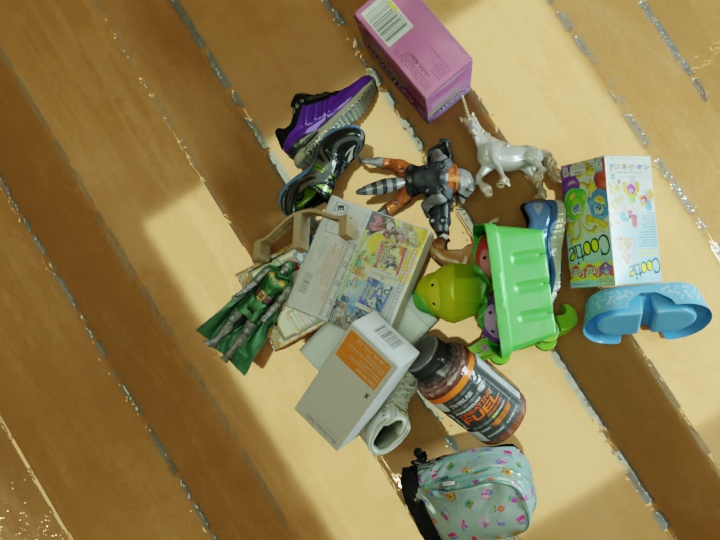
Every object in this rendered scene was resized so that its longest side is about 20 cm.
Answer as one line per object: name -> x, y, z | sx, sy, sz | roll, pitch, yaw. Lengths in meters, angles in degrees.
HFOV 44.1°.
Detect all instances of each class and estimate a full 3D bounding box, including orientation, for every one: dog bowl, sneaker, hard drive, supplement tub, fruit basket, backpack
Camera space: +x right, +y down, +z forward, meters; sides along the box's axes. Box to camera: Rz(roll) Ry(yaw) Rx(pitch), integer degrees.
dog bowl -> 0.455, 0.066, 1.425 | 0.200, 0.112, 0.050 | -6, 56, 6
sneaker -> 0.070, 0.210, 1.449 | 0.074, 0.116, 0.200 | 31, 96, -20
hard drive -> 0.013, 0.107, 1.459 | 0.132, 0.027, 0.200 | 45, 95, 12
sneaker -> -0.056, -0.157, 1.481 | 0.200, 0.071, 0.083 | -47, 43, 17
sneaker -> -0.066, -0.276, 1.509 | 0.200, 0.070, 0.100 | -44, 80, 2
supplement tub -> 0.164, 0.186, 1.416 | 0.200, 0.107, 0.107 | 39, 93, -22
sneaker -> 0.278, -0.017, 1.435 | 0.089, 0.079, 0.200 | 5, 82, 2
fruit basket -> 0.181, 0.029, 1.358 | 0.215, 0.156, 0.216 | 0, 92, -1
backpack -> 0.180, 0.360, 1.408 | 0.200, 0.127, 0.167 | -18, 116, 16

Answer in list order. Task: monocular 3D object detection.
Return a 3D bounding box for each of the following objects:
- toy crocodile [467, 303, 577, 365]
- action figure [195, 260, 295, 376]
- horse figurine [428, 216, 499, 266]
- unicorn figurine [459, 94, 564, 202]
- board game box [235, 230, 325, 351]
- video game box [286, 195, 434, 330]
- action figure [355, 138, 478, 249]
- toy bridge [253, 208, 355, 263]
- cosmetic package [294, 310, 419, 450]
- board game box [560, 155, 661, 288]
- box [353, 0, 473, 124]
toy crocodile -> 0.263, 0.109, 1.464 | 0.200, 0.068, 0.062 | -18, 68, 3
action figure -> -0.175, 0.061, 1.476 | 0.118, 0.055, 0.200 | 40, 93, 10
horse figurine -> 0.208, 0.008, 1.457 | 0.132, 0.050, 0.200 | -31, 93, -21
unicorn figurine -> 0.236, -0.185, 1.458 | 0.200, 0.074, 0.137 | 14, 54, -25
board game box -> -0.090, 0.026, 1.514 | 0.200, 0.046, 0.152 | -28, 86, 5
video game box -> 0.000, 0.000, 1.439 | 0.182, 0.047, 0.200 | 22, 87, 21
action figure -> 0.099, -0.120, 1.472 | 0.193, 0.105, 0.200 | -7, 87, 15
toy bridge -> -0.097, -0.063, 1.451 | 0.200, 0.027, 0.067 | -13, 64, 32
cosmetic package -> -0.008, 0.172, 1.380 | 0.101, 0.071, 0.200 | 41, 121, 16
board game box -> 0.398, -0.075, 1.417 | 0.105, 0.103, 0.200 | -3, 87, -29
box -> 0.088, -0.348, 1.428 | 0.097, 0.200, 0.176 | -39, 85, 4
